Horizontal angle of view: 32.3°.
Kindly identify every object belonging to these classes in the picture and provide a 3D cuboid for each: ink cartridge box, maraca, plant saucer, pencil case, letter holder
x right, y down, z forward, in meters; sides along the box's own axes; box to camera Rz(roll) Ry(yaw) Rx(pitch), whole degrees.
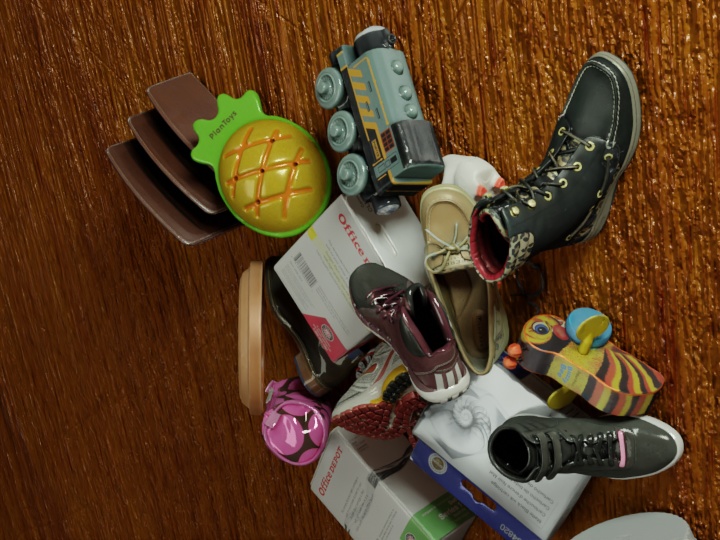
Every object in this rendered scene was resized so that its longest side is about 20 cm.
[{"bbox_3d":[0.038,0.299,1.616,0.200,0.084,0.147,47,140,23],"label":"ink cartridge box"},{"bbox_3d":[-0.122,-0.131,1.528,0.200,0.137,0.107,45,-178,10],"label":"maraca"},{"bbox_3d":[-0.142,0.088,1.624,0.200,0.032,0.202,180,90,-87],"label":"plant saucer"},{"bbox_3d":[0.155,0.203,1.386,0.199,0.040,0.201,37,121,22],"label":"ink cartridge box"},{"bbox_3d":[-0.086,0.192,1.624,0.094,0.091,0.200,41,-179,-5],"label":"pencil case"},{"bbox_3d":[0.000,0.000,1.486,0.146,0.083,0.200,58,144,7],"label":"ink cartridge box"},{"bbox_3d":[-0.229,-0.147,1.638,0.200,0.142,0.101,47,141,23],"label":"letter holder"}]

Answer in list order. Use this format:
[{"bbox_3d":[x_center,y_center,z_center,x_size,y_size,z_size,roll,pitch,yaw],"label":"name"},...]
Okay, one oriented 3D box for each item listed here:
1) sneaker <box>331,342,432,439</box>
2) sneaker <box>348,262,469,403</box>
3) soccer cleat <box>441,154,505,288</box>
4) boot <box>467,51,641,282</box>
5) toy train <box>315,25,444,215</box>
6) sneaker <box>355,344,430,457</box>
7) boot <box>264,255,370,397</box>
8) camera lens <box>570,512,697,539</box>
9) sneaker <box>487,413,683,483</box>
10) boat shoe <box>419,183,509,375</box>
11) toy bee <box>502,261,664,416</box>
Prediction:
[{"bbox_3d":[0.037,0.129,1.410,0.077,0.083,0.200,26,138,-24],"label":"sneaker"},{"bbox_3d":[0.048,0.034,1.285,0.200,0.075,0.116,50,162,36],"label":"sneaker"},{"bbox_3d":[0.112,-0.030,1.349,0.077,0.069,0.202,31,126,44],"label":"soccer cleat"},{"bbox_3d":[0.178,-0.090,1.148,0.073,0.153,0.205,36,136,32],"label":"boot"},{"bbox_3d":[0.021,-0.164,1.347,0.114,0.085,0.202,-31,67,44],"label":"toy train"},{"bbox_3d":[0.085,0.162,1.495,0.078,0.082,0.200,-39,94,29],"label":"sneaker"},{"bbox_3d":[-0.054,0.054,1.623,0.097,0.074,0.201,-32,73,29],"label":"boot"},{"bbox_3d":[0.296,0.371,1.269,0.159,0.159,0.201,-10,103,53],"label":"camera lens"},{"bbox_3d":[0.219,0.184,1.253,0.199,0.099,0.071,0,97,29],"label":"sneaker"},{"bbox_3d":[0.109,0.009,1.282,0.073,0.063,0.201,-15,107,18],"label":"boat shoe"},{"bbox_3d":[0.201,0.089,1.267,0.199,0.108,0.132,23,130,42],"label":"toy bee"}]
